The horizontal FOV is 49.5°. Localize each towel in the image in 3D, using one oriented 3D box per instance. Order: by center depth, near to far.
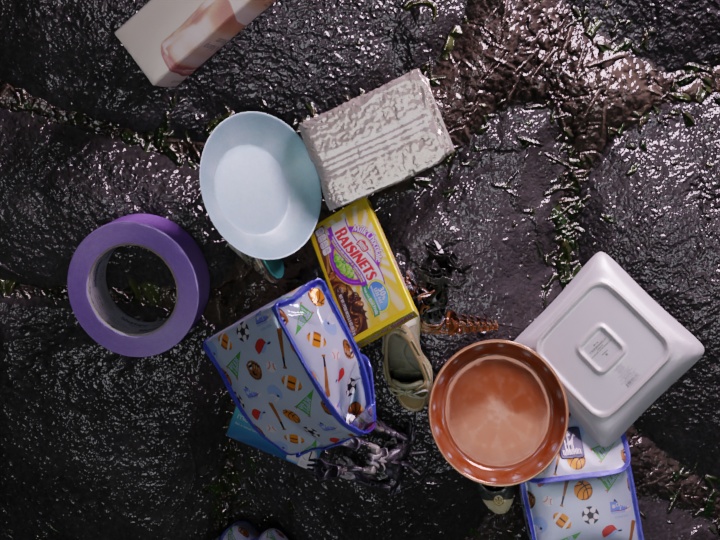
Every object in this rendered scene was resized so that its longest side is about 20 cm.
[{"bbox_3d":[0.022,-0.183,1.092,0.197,0.034,0.135,-22,92,9],"label":"towel"}]

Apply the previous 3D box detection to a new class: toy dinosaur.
[{"bbox_3d":[0.100,0.041,1.130,0.196,0.103,0.138,8,120,-16],"label":"toy dinosaur"}]

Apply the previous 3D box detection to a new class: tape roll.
[{"bbox_3d":[-0.327,0.022,1.157,0.195,0.066,0.205,1,103,4],"label":"tape roll"}]

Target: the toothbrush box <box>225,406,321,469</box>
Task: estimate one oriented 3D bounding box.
[{"bbox_3d":[-0.096,0.170,1.164,0.144,0.085,0.203,22,103,0],"label":"toothbrush box"}]

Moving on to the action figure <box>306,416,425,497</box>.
[{"bbox_3d":[0.012,0.269,1.164,0.101,0.198,0.121,21,91,42],"label":"action figure"}]

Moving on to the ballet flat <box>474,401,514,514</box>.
[{"bbox_3d":[0.195,0.279,1.180,0.065,0.057,0.204,-10,102,7],"label":"ballet flat"}]

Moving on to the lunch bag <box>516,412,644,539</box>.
[{"bbox_3d":[0.314,0.308,1.150,0.166,0.124,0.205,-9,87,7],"label":"lunch bag"}]

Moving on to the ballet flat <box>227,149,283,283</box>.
[{"bbox_3d":[-0.168,-0.076,1.128,0.074,0.068,0.204,-13,96,25],"label":"ballet flat"}]

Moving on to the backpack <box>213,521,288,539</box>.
[{"bbox_3d":[-0.169,0.489,1.198,0.190,0.200,0.154,44,98,0],"label":"backpack"}]

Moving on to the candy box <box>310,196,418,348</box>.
[{"bbox_3d":[0.000,0.000,1.084,0.101,0.026,0.202,-28,59,9],"label":"candy box"}]

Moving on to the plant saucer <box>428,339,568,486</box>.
[{"bbox_3d":[0.195,0.201,1.114,0.196,0.032,0.205,-1,84,8],"label":"plant saucer"}]

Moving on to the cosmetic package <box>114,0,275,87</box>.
[{"bbox_3d":[-0.215,-0.342,1.044,0.199,0.103,0.088,-36,97,13],"label":"cosmetic package"}]

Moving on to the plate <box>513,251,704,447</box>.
[{"bbox_3d":[0.341,0.111,1.102,0.200,0.032,0.200,-48,70,12],"label":"plate"}]

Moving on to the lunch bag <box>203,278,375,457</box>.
[{"bbox_3d":[-0.081,0.138,1.021,0.169,0.123,0.203,-27,92,43],"label":"lunch bag"}]

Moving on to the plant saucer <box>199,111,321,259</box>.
[{"bbox_3d":[-0.142,-0.114,1.077,0.038,0.200,0.204,-10,107,48],"label":"plant saucer"}]

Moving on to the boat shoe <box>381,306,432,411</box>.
[{"bbox_3d":[0.064,0.138,1.124,0.072,0.064,0.204,2,129,12],"label":"boat shoe"}]
